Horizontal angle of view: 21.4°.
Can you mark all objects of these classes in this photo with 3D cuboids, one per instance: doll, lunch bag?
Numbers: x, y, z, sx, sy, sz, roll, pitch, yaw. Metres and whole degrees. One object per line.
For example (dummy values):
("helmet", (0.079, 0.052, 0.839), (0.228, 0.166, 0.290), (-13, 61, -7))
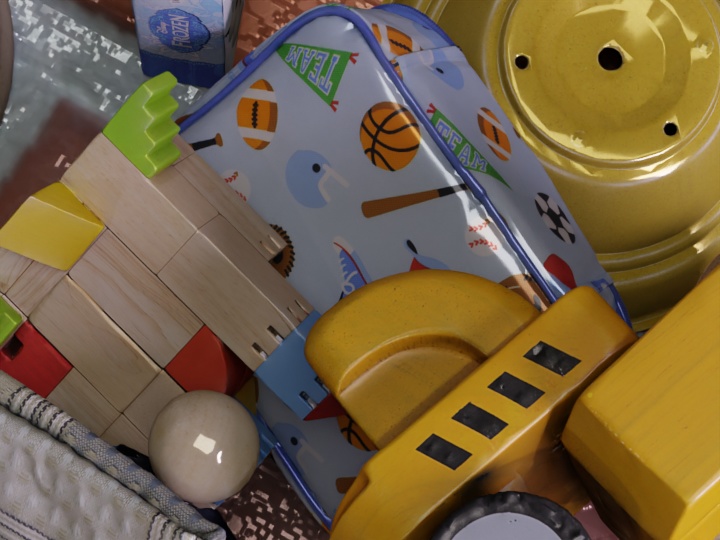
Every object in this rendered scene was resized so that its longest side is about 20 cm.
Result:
("doll", (-0.101, 0.118, 0.702), (0.136, 0.048, 0.200), (42, 119, 6))
("lunch bag", (0.000, 0.000, 0.759), (0.160, 0.075, 0.201), (-39, 79, 27))

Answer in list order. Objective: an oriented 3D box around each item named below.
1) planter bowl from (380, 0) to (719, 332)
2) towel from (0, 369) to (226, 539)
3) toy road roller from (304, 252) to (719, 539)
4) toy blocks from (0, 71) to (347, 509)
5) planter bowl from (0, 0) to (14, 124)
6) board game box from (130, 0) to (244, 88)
("planter bowl", (0.098, -0.078, 0.802), (0.199, 0.083, 0.202), (1, 77, -4))
("towel", (-0.145, 0.128, 0.679), (0.199, 0.034, 0.194), (29, 115, 29))
("toy road roller", (0.072, 0.046, 0.633), (0.200, 0.123, 0.146), (-40, 64, -3))
("toy blocks", (-0.087, 0.042, 0.732), (0.137, 0.100, 0.200), (45, 112, 0))
("planter bowl", (-0.244, -0.107, 0.757), (0.199, 0.135, 0.202), (1, 78, -5))
("board game box", (-0.055, -0.199, 0.757), (0.043, 0.199, 0.201), (10, 77, -2))
